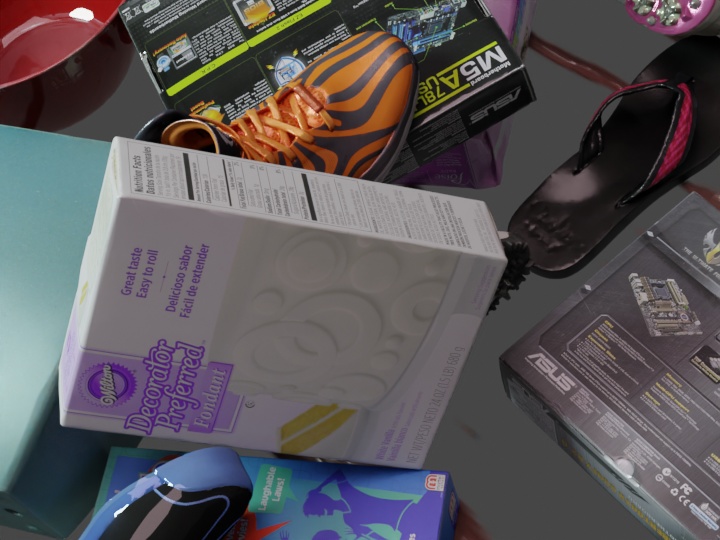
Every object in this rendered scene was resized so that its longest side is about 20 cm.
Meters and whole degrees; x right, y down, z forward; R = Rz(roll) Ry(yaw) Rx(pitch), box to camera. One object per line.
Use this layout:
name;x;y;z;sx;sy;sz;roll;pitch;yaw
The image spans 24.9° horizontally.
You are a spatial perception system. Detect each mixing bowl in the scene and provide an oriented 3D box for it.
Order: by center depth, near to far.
mixing bowl;-0.227;-0.166;1.104;0.198;0.109;0.201;-5;57;8

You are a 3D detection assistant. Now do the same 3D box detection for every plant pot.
plant pot;-0.191;0.041;0.946;0.140;0.141;0.201;10;66;19

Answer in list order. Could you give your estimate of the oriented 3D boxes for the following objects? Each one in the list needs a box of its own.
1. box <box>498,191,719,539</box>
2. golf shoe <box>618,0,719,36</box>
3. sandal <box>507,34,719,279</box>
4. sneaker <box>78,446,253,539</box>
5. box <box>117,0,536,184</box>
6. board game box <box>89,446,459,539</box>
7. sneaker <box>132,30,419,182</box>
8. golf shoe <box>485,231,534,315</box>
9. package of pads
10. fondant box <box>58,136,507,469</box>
box;0.198;0.070;0.891;0.158;0.048;0.200;-39;58;-14
golf shoe;0.192;-0.202;1.068;0.091;0.076;0.200;6;30;-32
sandal;0.167;-0.076;0.996;0.075;0.045;0.200;35;70;30
sneaker;-0.126;0.177;0.830;0.200;0.070;0.078;-39;59;-4
box;-0.025;-0.132;0.986;0.199;0.048;0.194;-30;63;1
board game box;-0.056;0.177;0.879;0.198;0.045;0.153;2;58;14
sneaker;-0.049;-0.065;0.873;0.077;0.112;0.200;39;83;23
golf shoe;0.000;0.000;0.964;0.198;0.078;0.095;-17;55;-1
package of pads;0.046;-0.152;1.055;0.119;0.076;0.201;3;58;18
fondant box;-0.043;0.021;0.833;0.198;0.145;0.058;9;34;-16
